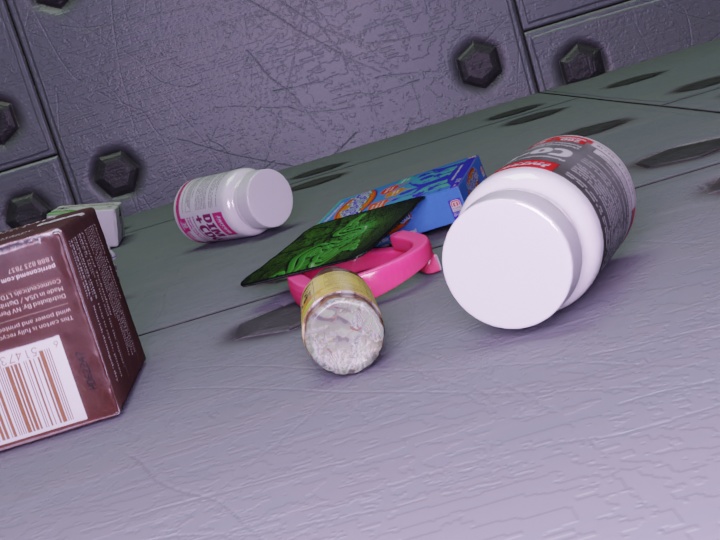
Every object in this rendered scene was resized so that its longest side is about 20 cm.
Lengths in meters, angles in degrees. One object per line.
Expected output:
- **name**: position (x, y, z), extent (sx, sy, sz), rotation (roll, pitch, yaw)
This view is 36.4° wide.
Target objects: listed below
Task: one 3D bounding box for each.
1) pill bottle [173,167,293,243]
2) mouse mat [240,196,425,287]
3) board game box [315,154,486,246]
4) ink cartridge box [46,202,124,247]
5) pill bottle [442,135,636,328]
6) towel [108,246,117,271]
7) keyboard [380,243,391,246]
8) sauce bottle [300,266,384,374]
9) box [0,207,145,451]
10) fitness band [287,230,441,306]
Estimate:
- **pill bottle**: position (-0.211, -0.109, 1.817), extent (0.200, 0.114, 0.113), rotation (-6, 15, 47)
- **mouse mat**: position (-0.027, -0.035, 1.213), extent (0.161, 0.008, 0.200), rotation (-14, 17, 28)
- **board game box**: position (0.049, -0.077, 1.360), extent (0.200, 0.045, 0.152), rotation (-18, 15, 20)
- **ink cartridge box**: position (-0.594, -0.098, 2.381), extent (0.146, 0.084, 0.200), rotation (-4, 9, -8)
- **pill bottle**: position (0.141, -0.033, 0.852), extent (0.114, 0.114, 0.200), rotation (-11, 11, 27)
- **towel**: position (-0.448, 0.038, 1.518), extent (0.200, 0.086, 0.166), rotation (-14, 9, 22)
- **keyboard**: position (-0.001, -0.042, 1.416), extent (0.056, 0.011, 0.200), rotation (-23, 11, -29)
- **sauce bottle**: position (-0.018, 0.033, 0.905), extent (0.065, 0.065, 0.200), rotation (-17, 9, -1)
- **box**: position (-0.303, 0.051, 0.976), extent (0.166, 0.164, 0.200), rotation (-17, 10, -3)
- **fitness band**: position (0.000, 0.000, 1.122), extent (0.143, 0.037, 0.200), rotation (-19, 9, -12)
